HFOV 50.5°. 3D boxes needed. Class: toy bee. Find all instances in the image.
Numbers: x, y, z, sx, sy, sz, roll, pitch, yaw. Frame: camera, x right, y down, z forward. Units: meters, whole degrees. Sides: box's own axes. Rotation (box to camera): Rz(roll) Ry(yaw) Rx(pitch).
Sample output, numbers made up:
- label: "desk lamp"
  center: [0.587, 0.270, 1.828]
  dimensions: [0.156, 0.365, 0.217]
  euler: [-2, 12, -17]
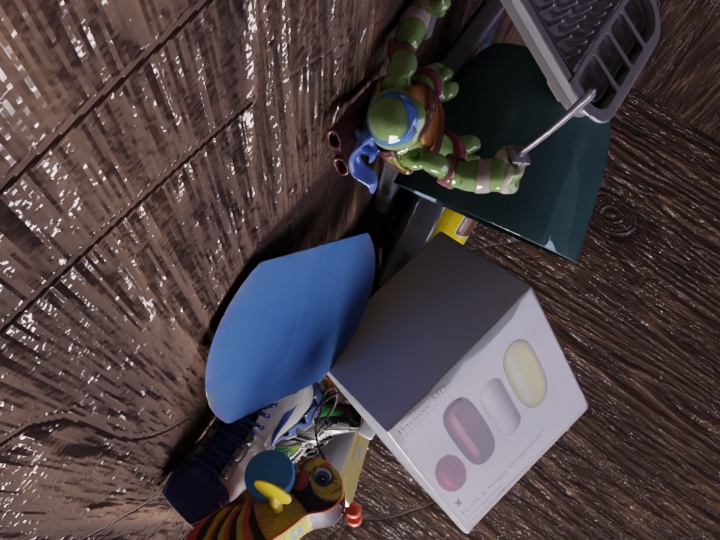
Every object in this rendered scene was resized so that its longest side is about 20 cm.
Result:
- label: "toy bee"
  center: [-0.057, 0.208, 0.693]
  dimensions: [0.201, 0.108, 0.131]
  euler: [-54, 151, -9]

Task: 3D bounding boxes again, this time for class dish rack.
- label: "dish rack"
  center: [0.173, -0.240, 0.645]
  dimensions: [0.043, 0.201, 0.172]
  euler: [-8, -143, 52]

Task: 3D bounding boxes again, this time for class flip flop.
- label: "flip flop"
  center: [0.000, 0.000, 0.914]
  dimensions: [0.200, 0.057, 0.082]
  euler: [-50, 170, -48]

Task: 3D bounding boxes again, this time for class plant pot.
- label: "plant pot"
  center: [0.153, -0.122, 0.752]
  dimensions: [0.200, 0.197, 0.164]
  euler: [-14, 127, -79]

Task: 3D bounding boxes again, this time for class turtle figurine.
- label: "turtle figurine"
  center: [0.080, -0.130, 0.568]
  dimensions: [0.202, 0.143, 0.194]
  euler: [-54, 177, 10]

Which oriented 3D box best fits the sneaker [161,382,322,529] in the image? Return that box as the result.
- label: "sneaker"
  center: [-0.115, 0.144, 0.738]
  dimensions: [0.199, 0.080, 0.116]
  euler: [-45, 153, -30]

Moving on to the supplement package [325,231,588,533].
- label: "supplement package"
  center: [0.097, 0.113, 0.781]
  dimensions: [0.191, 0.147, 0.201]
  euler: [-43, 128, -9]

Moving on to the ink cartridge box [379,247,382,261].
- label: "ink cartridge box"
  center: [0.092, -0.060, 1.242]
  dimensions: [0.201, 0.067, 0.117]
  euler: [-53, 172, -30]

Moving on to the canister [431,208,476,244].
- label: "canister"
  center: [0.141, -0.127, 1.084]
  dimensions: [0.150, 0.085, 0.202]
  euler: [-92, -153, -58]

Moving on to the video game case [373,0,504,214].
- label: "video game case"
  center: [0.085, -0.180, 0.861]
  dimensions: [0.201, 0.023, 0.183]
  euler: [-54, 172, -21]

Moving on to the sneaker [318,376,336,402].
- label: "sneaker"
  center: [-0.073, 0.140, 0.954]
  dimensions: [0.201, 0.076, 0.080]
  euler: [102, -22, -59]

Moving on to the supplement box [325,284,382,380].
- label: "supplement box"
  center: [0.029, 0.073, 0.937]
  dimensions: [0.110, 0.060, 0.200]
  euler: [-63, 173, 14]

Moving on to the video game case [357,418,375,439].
- label: "video game case"
  center: [0.065, 0.093, 0.934]
  dimensions: [0.203, 0.023, 0.182]
  euler: [-64, 172, 8]

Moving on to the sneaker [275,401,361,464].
- label: "sneaker"
  center: [-0.072, 0.217, 0.928]
  dimensions: [0.199, 0.087, 0.077]
  euler: [-33, 147, 32]

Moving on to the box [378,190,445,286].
- label: "box"
  center: [0.069, -0.069, 0.965]
  dimensions: [0.201, 0.036, 0.146]
  euler: [-82, -164, -71]

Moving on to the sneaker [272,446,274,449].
- label: "sneaker"
  center: [-0.121, 0.216, 0.886]
  dimensions: [0.202, 0.091, 0.076]
  euler: [-58, 172, -2]

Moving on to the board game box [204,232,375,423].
- label: "board game box"
  center: [-0.067, 0.040, 0.660]
  dimensions: [0.198, 0.039, 0.161]
  euler: [-18, 133, -48]

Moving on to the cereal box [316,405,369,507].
- label: "cereal box"
  center: [-0.083, 0.257, 1.001]
  dimensions: [0.197, 0.040, 0.145]
  euler: [-22, -152, 28]
